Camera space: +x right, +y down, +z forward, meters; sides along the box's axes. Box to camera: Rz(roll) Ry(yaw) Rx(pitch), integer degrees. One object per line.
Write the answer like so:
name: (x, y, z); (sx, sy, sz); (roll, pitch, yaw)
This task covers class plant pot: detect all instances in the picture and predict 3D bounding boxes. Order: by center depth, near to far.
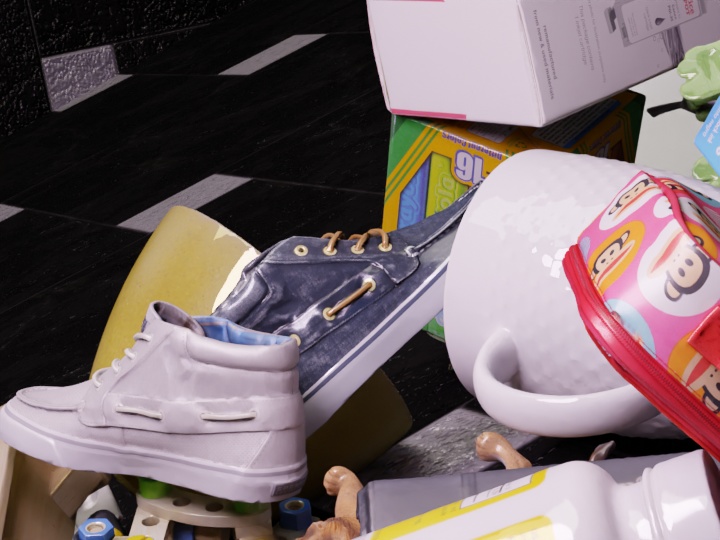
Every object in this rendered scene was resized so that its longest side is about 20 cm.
plant pot: (-0.088, 0.080, 1.534); (0.142, 0.200, 0.200); (-47, 19, -12)

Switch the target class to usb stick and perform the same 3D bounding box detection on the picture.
usb stick: (0.097, 0.118, 1.232); (0.198, 0.033, 0.056); (-5, 38, 3)

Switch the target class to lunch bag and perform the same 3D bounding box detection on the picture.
lunch bag: (0.183, 0.050, 1.106); (0.082, 0.200, 0.176); (-47, 10, 9)

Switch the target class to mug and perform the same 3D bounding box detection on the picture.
mug: (0.142, 0.030, 1.353); (0.174, 0.149, 0.200); (12, 34, 36)

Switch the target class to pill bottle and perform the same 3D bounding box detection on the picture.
pill bottle: (0.072, 0.150, 1.110); (0.199, 0.112, 0.111); (-21, 14, 13)

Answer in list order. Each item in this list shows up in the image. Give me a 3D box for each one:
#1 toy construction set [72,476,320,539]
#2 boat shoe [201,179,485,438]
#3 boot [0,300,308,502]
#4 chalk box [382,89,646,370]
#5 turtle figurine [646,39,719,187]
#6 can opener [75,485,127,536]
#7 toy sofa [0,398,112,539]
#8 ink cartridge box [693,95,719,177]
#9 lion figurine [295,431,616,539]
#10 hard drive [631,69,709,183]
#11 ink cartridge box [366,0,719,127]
toy construction set: (-0.095, 0.168, 1.362); (0.130, 0.093, 0.200); (-1, 12, 5)
boat shoe: (0.000, 0.000, 1.420); (0.200, 0.091, 0.071); (-44, 6, -10)
boot: (-0.114, 0.062, 1.392); (0.199, 0.096, 0.073); (8, 14, 28)
chalk box: (0.093, -0.024, 1.631); (0.123, 0.201, 0.125); (21, 38, 24)
turtle figurine: (0.214, -0.047, 1.501); (0.199, 0.194, 0.145); (19, 76, 27)
can opener: (-0.157, 0.177, 1.523); (0.052, 0.067, 0.200); (-29, 23, -6)
toy sofa: (-0.208, 0.170, 1.442); (0.097, 0.083, 0.201); (-29, 30, 17)
ink cartridge box: (0.274, -0.024, 1.302); (0.115, 0.068, 0.200); (4, 39, -35)
lion figurine: (0.043, 0.141, 1.283); (0.199, 0.073, 0.123); (-19, 23, 4)
hard drive: (0.200, -0.093, 1.753); (0.198, 0.026, 0.133); (-4, 51, 16)
ink cartridge box: (0.126, -0.158, 1.540); (0.199, 0.083, 0.146); (-24, 20, -34)
